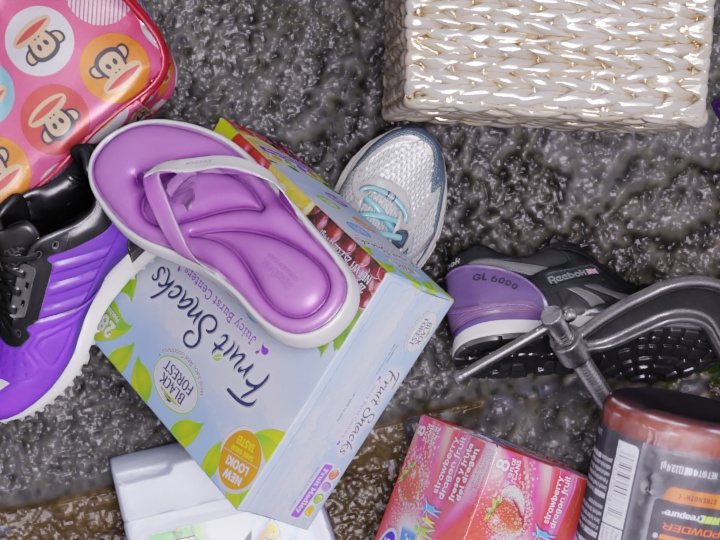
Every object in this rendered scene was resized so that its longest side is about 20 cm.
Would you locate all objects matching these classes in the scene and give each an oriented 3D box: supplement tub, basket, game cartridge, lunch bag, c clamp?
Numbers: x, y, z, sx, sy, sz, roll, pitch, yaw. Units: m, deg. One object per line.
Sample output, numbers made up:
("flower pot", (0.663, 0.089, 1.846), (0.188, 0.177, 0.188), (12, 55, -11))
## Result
("supplement tub", (0.180, 0.178, 1.339), (0.107, 0.107, 0.201), (10, 98, -3))
("basket", (0.109, -0.170, 1.364), (0.199, 0.198, 0.162), (4, 91, -4))
("game cartridge", (-0.077, 0.203, 1.429), (0.133, 0.040, 0.201), (-13, 90, -7))
("lunch bag", (-0.234, -0.130, 1.402), (0.200, 0.082, 0.176), (-40, 87, -1))
("c clamp", (0.176, 0.070, 1.401), (0.171, 0.027, 0.200), (-32, 133, 13))

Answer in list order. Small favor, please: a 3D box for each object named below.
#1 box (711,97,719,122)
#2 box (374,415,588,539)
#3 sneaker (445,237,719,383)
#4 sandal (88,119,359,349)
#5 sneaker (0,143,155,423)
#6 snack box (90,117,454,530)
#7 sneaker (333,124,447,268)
("box", (0.336, -0.054, 1.454), (0.137, 0.039, 0.200), (-27, 91, -4))
("box", (0.064, 0.204, 1.391), (0.099, 0.095, 0.201), (21, 88, -32))
("sneaker", (0.152, 0.017, 1.426), (0.199, 0.076, 0.088), (3, 60, -18))
("sandal", (-0.079, -0.033, 1.266), (0.202, 0.050, 0.083), (34, 78, 27))
("sneaker", (-0.199, 0.000, 1.368), (0.099, 0.070, 0.200), (25, 106, -44))
("snack box", (-0.059, 0.030, 1.340), (0.068, 0.200, 0.169), (22, 106, -43))
("sneaker", (0.000, 0.000, 1.409), (0.077, 0.086, 0.200), (28, 88, -4))
